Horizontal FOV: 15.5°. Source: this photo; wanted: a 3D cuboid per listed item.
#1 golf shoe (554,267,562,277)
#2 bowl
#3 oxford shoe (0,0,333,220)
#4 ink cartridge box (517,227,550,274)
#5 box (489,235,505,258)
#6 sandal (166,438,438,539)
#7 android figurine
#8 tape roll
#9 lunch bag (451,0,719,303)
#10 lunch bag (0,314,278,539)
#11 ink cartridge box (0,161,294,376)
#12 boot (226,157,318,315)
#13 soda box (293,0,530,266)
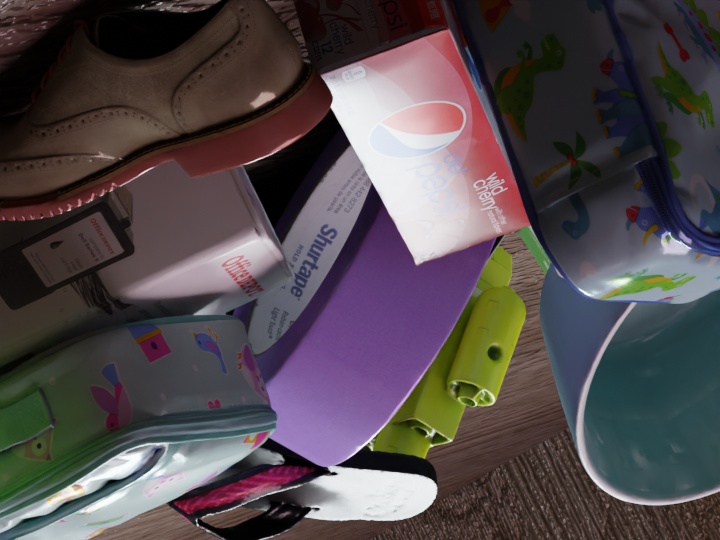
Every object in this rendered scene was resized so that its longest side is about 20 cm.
[{"bbox_3d":[0.107,-0.044,1.344,0.078,0.098,0.200,16,176,0],"label":"golf shoe"},{"bbox_3d":[0.178,0.017,1.444,0.200,0.105,0.202,-18,135,-20],"label":"bowl"},{"bbox_3d":[-0.109,-0.075,1.118,0.199,0.075,0.071,-15,-152,27],"label":"oxford shoe"},{"bbox_3d":[0.180,-0.052,1.591,0.146,0.085,0.200,-33,171,-6],"label":"ink cartridge box"},{"bbox_3d":[0.042,-0.008,1.503,0.201,0.035,0.110,-56,-170,4],"label":"box"},{"bbox_3d":[-0.054,0.122,1.446,0.199,0.045,0.075,6,147,-10],"label":"sandal"},{"bbox_3d":[0.032,0.051,1.572,0.182,0.041,0.201,-24,-142,54],"label":"android figurine"},{"bbox_3d":[0.000,0.000,1.392,0.201,0.065,0.200,-56,-166,22],"label":"tape roll"},{"bbox_3d":[0.120,-0.088,1.174,0.082,0.201,0.160,-26,164,28],"label":"lunch bag"},{"bbox_3d":[-0.153,0.092,1.296,0.199,0.077,0.160,-29,169,26],"label":"lunch bag"},{"bbox_3d":[-0.144,0.000,1.314,0.199,0.084,0.146,-25,170,0],"label":"ink cartridge box"},{"bbox_3d":[-0.067,0.008,1.580,0.198,0.074,0.162,-34,171,7],"label":"boot"},{"bbox_3d":[0.025,-0.079,1.198,0.063,0.070,0.200,-20,153,6],"label":"soda box"}]
